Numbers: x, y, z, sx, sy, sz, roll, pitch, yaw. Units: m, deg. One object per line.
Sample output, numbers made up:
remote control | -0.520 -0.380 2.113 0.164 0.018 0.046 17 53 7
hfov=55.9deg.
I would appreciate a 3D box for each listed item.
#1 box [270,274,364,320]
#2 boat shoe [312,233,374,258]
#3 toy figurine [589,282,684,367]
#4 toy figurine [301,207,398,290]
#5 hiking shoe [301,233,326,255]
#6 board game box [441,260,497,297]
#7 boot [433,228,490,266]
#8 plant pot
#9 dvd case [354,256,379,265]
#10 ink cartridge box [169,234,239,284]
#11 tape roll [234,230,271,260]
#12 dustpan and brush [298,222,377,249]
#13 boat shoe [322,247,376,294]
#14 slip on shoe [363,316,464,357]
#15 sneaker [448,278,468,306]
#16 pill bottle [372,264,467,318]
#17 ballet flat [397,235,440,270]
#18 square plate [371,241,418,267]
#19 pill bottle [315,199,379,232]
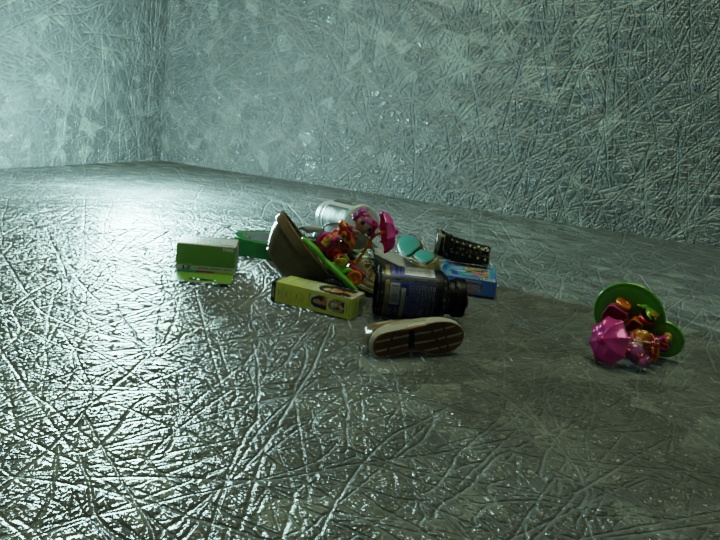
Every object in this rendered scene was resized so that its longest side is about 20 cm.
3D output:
box | -0.095 0.057 1.491 0.197 0.051 0.075 11 14 20
boat shoe | -0.054 -0.063 1.965 0.197 0.063 0.072 15 22 8
toy figurine | 0.545 0.142 1.378 0.199 0.151 0.184 37 38 17
toy figurine | -0.006 -0.069 1.563 0.200 0.184 0.150 45 -3 -19
hiking shoe | -0.136 -0.059 1.845 0.197 0.076 0.087 4 -11 11
board game box | 0.294 0.022 1.852 0.150 0.046 0.200 8 13 9
boot | 0.285 -0.062 1.890 0.152 0.075 0.204 10 -7 13
plant pot | -0.169 -0.042 1.683 0.092 0.202 0.201 -35 17 0
dvd case | -0.069 -0.022 1.838 0.198 0.022 0.145 4 8 40
ink cartridge box | -0.374 -0.028 1.647 0.146 0.077 0.200 5 12 -8
tape roll | -0.268 -0.075 1.967 0.197 0.049 0.201 6 13 -1
dustpan and brush | -0.067 -0.094 1.717 0.197 0.058 0.140 -5 -18 19
boat shoe | 0.000 0.000 1.669 0.198 0.067 0.074 28 14 14
slip on shoe | 0.100 0.121 1.276 0.197 0.077 0.061 -7 23 -21
sneaker | 0.173 0.047 1.638 0.198 0.075 0.087 23 -5 21
pill bottle | 0.129 0.051 1.493 0.197 0.114 0.112 6 13 -3
ballet flat | 0.162 -0.036 1.890 0.068 0.063 0.200 -34 31 -4
square plate | 0.109 -0.010 1.808 0.196 0.029 0.200 29 9 -9
pill bottle | -0.042 -0.139 1.889 0.112 0.115 0.199 -1 12 -30
